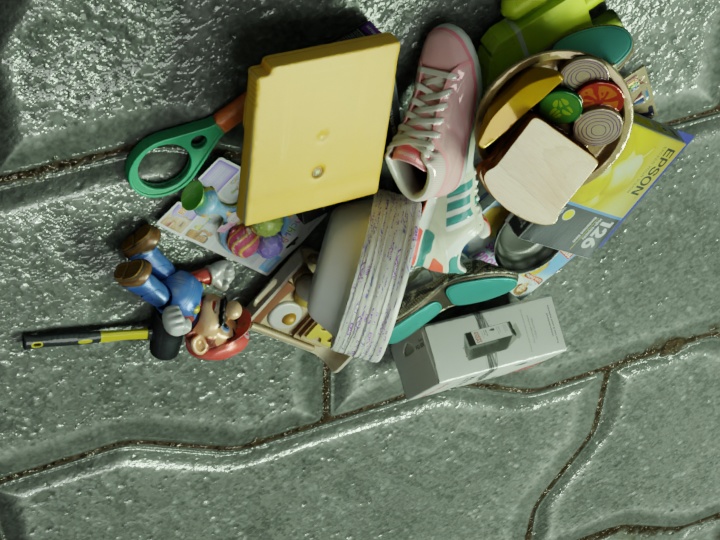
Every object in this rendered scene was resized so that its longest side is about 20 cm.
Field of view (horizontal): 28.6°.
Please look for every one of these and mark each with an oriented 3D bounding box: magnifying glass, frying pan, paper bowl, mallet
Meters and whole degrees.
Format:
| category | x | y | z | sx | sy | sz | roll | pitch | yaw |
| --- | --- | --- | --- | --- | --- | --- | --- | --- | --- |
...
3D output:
| category | x | y | z | sx | sy | sz | roll | pitch | yaw |
| --- | --- | --- | --- | --- | --- | --- | --- | --- | --- |
| magnifying glass | -0.175 | -0.151 | 1.569 | 0.199 | 0.023 | 0.080 | -34 | 140 | 6 |
| frying pan | 0.227 | -0.077 | 1.777 | 0.113 | 0.031 | 0.192 | -1 | 126 | -30 |
| paper bowl | 0.000 | 0.000 | 1.685 | 0.103 | 0.202 | 0.202 | 16 | 128 | -4 |
| mallet | -0.310 | 0.088 | 1.720 | 0.197 | 0.041 | 0.067 | -9 | 132 | -18 |

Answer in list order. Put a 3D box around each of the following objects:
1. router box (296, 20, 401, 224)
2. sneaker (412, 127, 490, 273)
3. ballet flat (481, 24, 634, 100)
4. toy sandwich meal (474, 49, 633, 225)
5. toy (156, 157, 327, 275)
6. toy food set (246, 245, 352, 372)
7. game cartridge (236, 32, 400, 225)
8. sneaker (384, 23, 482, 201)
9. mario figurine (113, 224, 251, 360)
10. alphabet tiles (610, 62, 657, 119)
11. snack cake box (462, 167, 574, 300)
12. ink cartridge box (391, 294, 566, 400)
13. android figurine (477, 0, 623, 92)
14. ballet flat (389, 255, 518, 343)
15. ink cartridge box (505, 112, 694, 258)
| category | x | y | z | sx | sy | sz | roll | pitch | yaw |
| --- | --- | --- | --- | --- | --- | --- | --- | --- | --- |
| router box | -0.028 | -0.164 | 1.604 | 0.148 | 0.051 | 0.201 | -29 | 142 | -16 |
| sneaker | 0.123 | -0.088 | 1.729 | 0.092 | 0.070 | 0.202 | 17 | 108 | -6 |
| ballet flat | 0.227 | -0.226 | 1.652 | 0.198 | 0.071 | 0.065 | -24 | 167 | -7 |
| toy sandwich meal | 0.216 | -0.150 | 1.587 | 0.202 | 0.071 | 0.208 | -3 | 126 | -4 |
| toy | -0.132 | -0.050 | 1.674 | 0.115 | 0.047 | 0.199 | -43 | 138 | 17 |
| toy food set | -0.055 | 0.058 | 1.823 | 0.199 | 0.061 | 0.144 | 24 | 116 | -44 |
| game cartridge | -0.048 | -0.153 | 1.529 | 0.174 | 0.032 | 0.202 | -15 | 134 | -28 |
| sneaker | 0.081 | -0.172 | 1.602 | 0.104 | 0.075 | 0.203 | -30 | 129 | -51 |
| mario figurine | -0.191 | 0.028 | 1.663 | 0.200 | 0.105 | 0.124 | 45 | 73 | -39 |
| alphabet tiles | 0.263 | -0.161 | 1.684 | 0.199 | 0.006 | 0.167 | -33 | 145 | 2 |
| snack cake box | 0.193 | -0.053 | 1.855 | 0.115 | 0.068 | 0.199 | -42 | 138 | 12 |
| ink cartridge box | 0.160 | 0.108 | 1.941 | 0.197 | 0.084 | 0.147 | -13 | 170 | -19 |
| android figurine | 0.214 | -0.266 | 1.670 | 0.199 | 0.041 | 0.183 | -33 | 140 | 2 |
| ballet flat | 0.101 | 0.022 | 1.805 | 0.198 | 0.076 | 0.068 | -25 | 149 | 7 |
| ink cartridge box | 0.306 | -0.103 | 1.742 | 0.198 | 0.047 | 0.198 | 13 | 124 | -41 |
